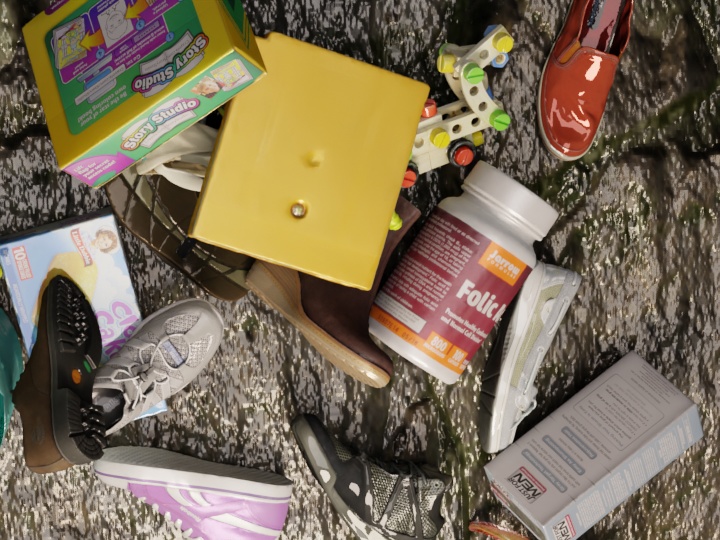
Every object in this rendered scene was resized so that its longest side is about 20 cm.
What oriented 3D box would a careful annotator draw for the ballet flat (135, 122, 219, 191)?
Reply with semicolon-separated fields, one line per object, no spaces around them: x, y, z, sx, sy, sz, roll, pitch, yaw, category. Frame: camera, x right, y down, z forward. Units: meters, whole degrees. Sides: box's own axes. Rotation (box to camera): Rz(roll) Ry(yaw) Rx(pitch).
-0.128;-0.099;1.578;0.200;0.069;0.070;9;97;-36;ballet flat

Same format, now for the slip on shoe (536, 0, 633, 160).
0.226;-0.207;1.660;0.074;0.061;0.200;15;97;-13;slip on shoe

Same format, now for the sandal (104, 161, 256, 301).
-0.178;-0.049;1.619;0.200;0.055;0.082;44;80;-28;sandal

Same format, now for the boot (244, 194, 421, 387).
0.000;0.000;1.597;0.166;0.072;0.200;-46;60;-7;boot

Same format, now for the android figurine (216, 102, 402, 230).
-0.040;-0.102;1.556;0.182;0.041;0.200;-39;104;-11;android figurine

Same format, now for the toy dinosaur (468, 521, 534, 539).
0.245;0.305;1.725;0.181;0.200;0.105;-3;141;-45;toy dinosaur

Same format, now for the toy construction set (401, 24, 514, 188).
0.058;-0.159;1.621;0.200;0.092;0.131;-13;125;0;toy construction set

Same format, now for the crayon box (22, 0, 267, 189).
-0.199;-0.199;1.506;0.200;0.058;0.173;-32;59;19;crayon box

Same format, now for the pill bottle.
0.100;0.001;1.639;0.114;0.114;0.200;34;92;-13;pill bottle

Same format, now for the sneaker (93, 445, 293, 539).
-0.174;0.243;1.650;0.200;0.073;0.114;15;98;-12;sneaker

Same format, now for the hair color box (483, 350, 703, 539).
0.235;0.181;1.677;0.200;0.099;0.061;-36;138;-12;hair color box

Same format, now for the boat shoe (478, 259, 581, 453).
0.168;0.090;1.687;0.065;0.074;0.202;15;88;-7;boat shoe

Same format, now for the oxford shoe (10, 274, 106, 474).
-0.281;0.091;1.503;0.084;0.200;0.073;-24;138;22;oxford shoe

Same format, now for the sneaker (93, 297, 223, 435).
-0.205;0.105;1.550;0.200;0.082;0.075;-41;103;-3;sneaker

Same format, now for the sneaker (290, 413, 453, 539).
0.016;0.203;1.676;0.114;0.076;0.199;-38;105;-5;sneaker

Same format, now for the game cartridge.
-0.046;-0.101;1.520;0.176;0.032;0.200;18;86;-15;game cartridge

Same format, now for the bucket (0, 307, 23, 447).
-0.412;0.104;1.539;0.207;0.135;0.207;0;104;1;bucket

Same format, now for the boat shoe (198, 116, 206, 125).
-0.164;-0.222;1.593;0.071;0.070;0.201;9;91;-36;boat shoe

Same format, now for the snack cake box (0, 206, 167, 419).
-0.266;0.051;1.608;0.115;0.067;0.200;-16;101;-6;snack cake box
